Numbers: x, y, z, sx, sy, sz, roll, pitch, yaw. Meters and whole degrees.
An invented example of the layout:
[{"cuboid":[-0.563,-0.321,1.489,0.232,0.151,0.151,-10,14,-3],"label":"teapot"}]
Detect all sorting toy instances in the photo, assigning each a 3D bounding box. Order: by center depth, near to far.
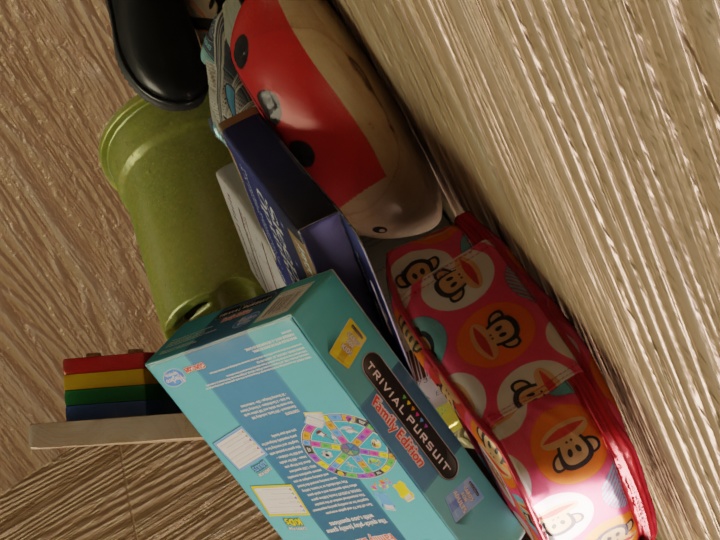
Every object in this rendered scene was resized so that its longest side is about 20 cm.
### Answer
[{"cuboid":[-0.111,0.091,1.434,0.200,0.199,0.070,8,-103,-66],"label":"sorting toy"}]

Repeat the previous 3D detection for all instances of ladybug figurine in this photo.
[{"cuboid":[-0.022,-0.102,1.230,0.200,0.072,0.136,58,177,1],"label":"ladybug figurine"}]

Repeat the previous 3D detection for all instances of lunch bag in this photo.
[{"cuboid":[0.093,0.081,1.109,0.200,0.082,0.176,59,176,41],"label":"lunch bag"}]

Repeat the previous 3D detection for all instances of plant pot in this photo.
[{"cuboid":[-0.105,-0.030,1.562,0.200,0.200,0.184,63,-166,-58],"label":"plant pot"}]

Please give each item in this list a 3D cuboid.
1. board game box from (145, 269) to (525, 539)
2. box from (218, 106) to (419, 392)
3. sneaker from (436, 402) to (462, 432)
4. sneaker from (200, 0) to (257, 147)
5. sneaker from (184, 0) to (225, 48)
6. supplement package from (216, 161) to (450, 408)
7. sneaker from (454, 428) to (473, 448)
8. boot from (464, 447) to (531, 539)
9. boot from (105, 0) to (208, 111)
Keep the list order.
[{"cuboid":[-0.017,0.105,1.152,0.151,0.047,0.200,-19,113,49],"label":"board game box"},{"cuboid":[-0.028,-0.009,1.171,0.200,0.032,0.121,49,163,57],"label":"box"},{"cuboid":[0.025,0.064,1.441,0.078,0.090,0.200,42,-174,-33],"label":"sneaker"},{"cuboid":[-0.062,-0.104,1.343,0.078,0.086,0.200,11,-130,-37],"label":"sneaker"},{"cuboid":[-0.110,-0.213,1.511,0.200,0.074,0.080,55,174,37],"label":"sneaker"},{"cuboid":[0.000,0.000,1.352,0.200,0.117,0.117,55,168,40],"label":"supplement package"},{"cuboid":[0.120,0.157,1.398,0.116,0.074,0.200,46,-179,-17],"label":"sneaker"},{"cuboid":[0.058,0.136,1.276,0.200,0.138,0.078,32,120,28],"label":"boot"},{"cuboid":[-0.153,-0.237,1.433,0.165,0.066,0.200,63,157,24],"label":"boot"}]
